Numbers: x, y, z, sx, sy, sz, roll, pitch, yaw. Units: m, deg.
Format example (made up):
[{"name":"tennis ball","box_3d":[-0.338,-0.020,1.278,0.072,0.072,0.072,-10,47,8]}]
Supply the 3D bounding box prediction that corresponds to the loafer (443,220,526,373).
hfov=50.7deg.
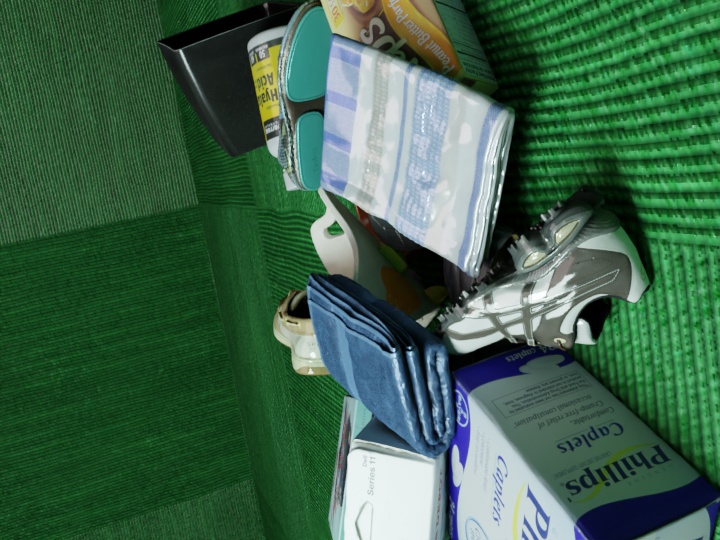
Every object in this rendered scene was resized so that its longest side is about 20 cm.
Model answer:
[{"name":"loafer","box_3d":[0.118,0.055,0.674,0.072,0.071,0.206,15,117,64]}]

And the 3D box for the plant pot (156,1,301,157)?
[{"name":"plant pot","box_3d":[-0.178,-0.292,1.173,0.200,0.196,0.181,39,151,61]}]

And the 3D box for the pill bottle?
[{"name":"pill bottle","box_3d":[-0.081,-0.217,1.028,0.111,0.109,0.206,179,78,-71]}]

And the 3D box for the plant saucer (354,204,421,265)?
[{"name":"plant saucer","box_3d":[0.033,-0.105,0.882,0.200,0.031,0.206,167,91,-71]}]

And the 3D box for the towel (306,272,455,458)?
[{"name":"towel","box_3d":[0.010,0.078,0.676,0.199,0.048,0.115,29,135,57]}]

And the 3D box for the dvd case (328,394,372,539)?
[{"name":"dvd case","box_3d":[-0.013,0.210,0.814,0.200,0.021,0.150,114,164,-82]}]

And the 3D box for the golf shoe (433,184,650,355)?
[{"name":"golf shoe","box_3d":[0.127,0.031,0.569,0.095,0.077,0.200,49,141,8]}]

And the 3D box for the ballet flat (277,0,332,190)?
[{"name":"ballet flat","box_3d":[-0.064,-0.186,0.804,0.074,0.072,0.205,-128,37,-52]}]

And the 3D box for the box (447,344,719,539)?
[{"name":"box","box_3d":[0.156,0.193,0.593,0.200,0.102,0.188,-131,33,-55]}]

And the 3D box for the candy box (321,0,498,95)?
[{"name":"candy box","box_3d":[0.036,-0.218,0.692,0.115,0.054,0.204,-36,65,41]}]

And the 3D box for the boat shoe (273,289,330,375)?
[{"name":"boat shoe","box_3d":[-0.057,0.055,0.864,0.200,0.072,0.068,-142,52,-68]}]

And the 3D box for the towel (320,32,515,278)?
[{"name":"towel","box_3d":[0.037,-0.098,0.636,0.198,0.024,0.150,34,132,34]}]

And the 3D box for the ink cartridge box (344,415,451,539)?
[{"name":"ink cartridge box","box_3d":[0.054,0.204,0.738,0.199,0.081,0.151,-28,-57,-67]}]

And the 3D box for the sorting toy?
[{"name":"sorting toy","box_3d":[0.000,0.000,0.841,0.182,0.106,0.201,54,163,11]}]

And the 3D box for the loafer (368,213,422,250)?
[{"name":"loafer","box_3d":[0.073,-0.075,0.701,0.073,0.062,0.199,56,152,0]}]
